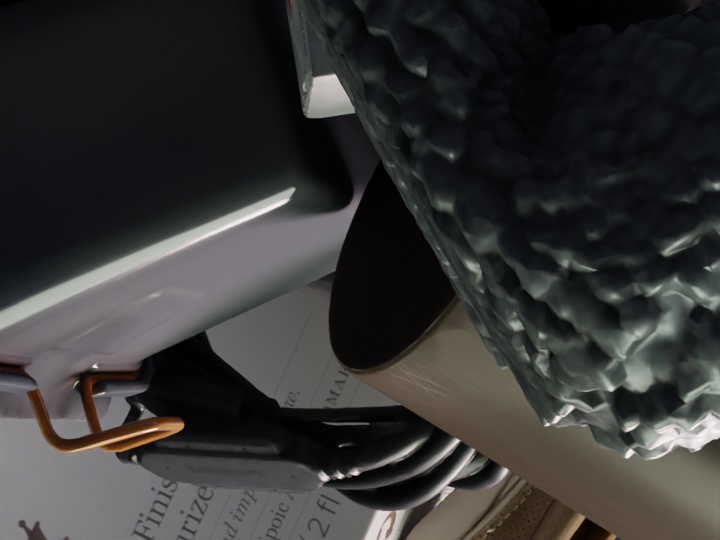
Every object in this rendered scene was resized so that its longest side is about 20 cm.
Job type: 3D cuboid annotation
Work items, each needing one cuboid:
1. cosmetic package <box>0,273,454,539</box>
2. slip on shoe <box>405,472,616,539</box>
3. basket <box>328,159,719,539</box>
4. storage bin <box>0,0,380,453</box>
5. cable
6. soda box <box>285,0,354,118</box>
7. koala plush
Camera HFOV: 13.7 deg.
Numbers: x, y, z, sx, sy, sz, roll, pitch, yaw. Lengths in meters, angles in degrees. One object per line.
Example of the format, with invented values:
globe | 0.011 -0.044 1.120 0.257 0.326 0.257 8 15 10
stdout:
cosmetic package | -0.063 0.066 1.219 0.199 0.165 0.165 25 -177 15
slip on shoe | 0.102 0.069 1.163 0.200 0.061 0.076 -44 152 -1
basket | 0.102 0.022 0.896 0.200 0.136 0.180 28 -166 -20
storage bin | -0.065 -0.025 0.945 0.134 0.146 0.200 -20 171 13
cable | 0.000 0.000 1.041 0.199 0.164 0.051 -1 159 33
soda box | 0.078 -0.090 0.799 0.199 0.069 0.063 -7 174 -4
koala plush | 0.072 -0.099 0.452 0.200 0.184 0.177 -29 -177 1
